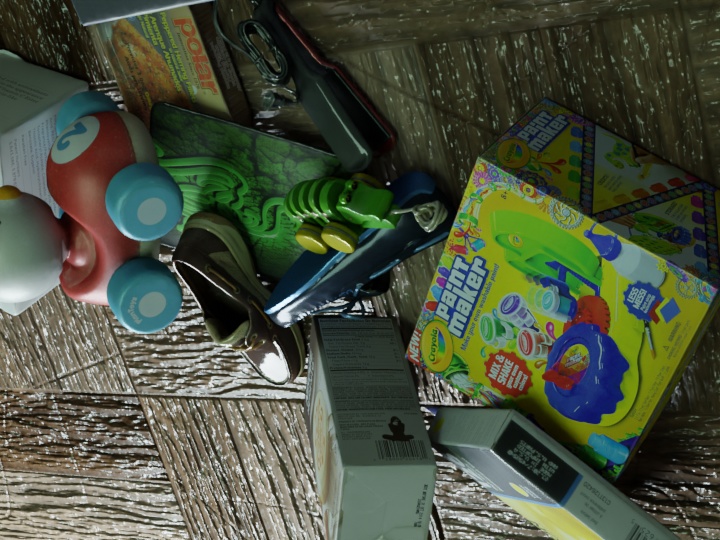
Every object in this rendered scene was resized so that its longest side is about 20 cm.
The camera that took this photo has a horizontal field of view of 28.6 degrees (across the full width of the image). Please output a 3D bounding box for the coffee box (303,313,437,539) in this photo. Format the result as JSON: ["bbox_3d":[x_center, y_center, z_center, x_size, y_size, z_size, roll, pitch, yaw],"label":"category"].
[{"bbox_3d":[0.004,0.141,1.195,0.079,0.200,0.115,0,123,-10],"label":"coffee box"}]

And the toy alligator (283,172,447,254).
[{"bbox_3d":[-0.010,-0.053,1.124,0.054,0.059,0.200,37,159,-28],"label":"toy alligator"}]

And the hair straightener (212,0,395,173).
[{"bbox_3d":[-0.054,-0.161,1.133,0.041,0.077,0.200,-28,100,43],"label":"hair straightener"}]

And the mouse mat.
[{"bbox_3d":[-0.094,-0.059,1.235,0.199,0.008,0.161,18,133,11],"label":"mouse mat"}]

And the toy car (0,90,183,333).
[{"bbox_3d":[-0.273,-0.041,1.201,0.184,0.199,0.178,47,140,49],"label":"toy car"}]

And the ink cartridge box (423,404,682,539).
[{"bbox_3d":[0.148,0.180,1.133,0.197,0.047,0.200,37,165,-11],"label":"ink cartridge box"}]

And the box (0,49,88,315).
[{"bbox_3d":[-0.368,-0.095,1.346,0.198,0.131,0.201,20,127,22],"label":"box"}]

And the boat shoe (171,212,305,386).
[{"bbox_3d":[-0.114,0.042,1.278,0.072,0.072,0.201,-1,133,28],"label":"boat shoe"}]

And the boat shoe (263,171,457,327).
[{"bbox_3d":[0.000,0.000,1.187,0.069,0.084,0.200,41,129,-20],"label":"boat shoe"}]

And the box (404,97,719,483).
[{"bbox_3d":[0.165,0.014,1.067,0.192,0.122,0.201,30,130,16],"label":"box"}]

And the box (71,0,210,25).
[{"bbox_3d":[-0.091,-0.273,1.010,0.198,0.200,0.124,-2,116,35],"label":"box"}]

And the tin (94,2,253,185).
[{"bbox_3d":[-0.160,-0.172,1.225,0.112,0.042,0.201,-2,116,38],"label":"tin"}]
